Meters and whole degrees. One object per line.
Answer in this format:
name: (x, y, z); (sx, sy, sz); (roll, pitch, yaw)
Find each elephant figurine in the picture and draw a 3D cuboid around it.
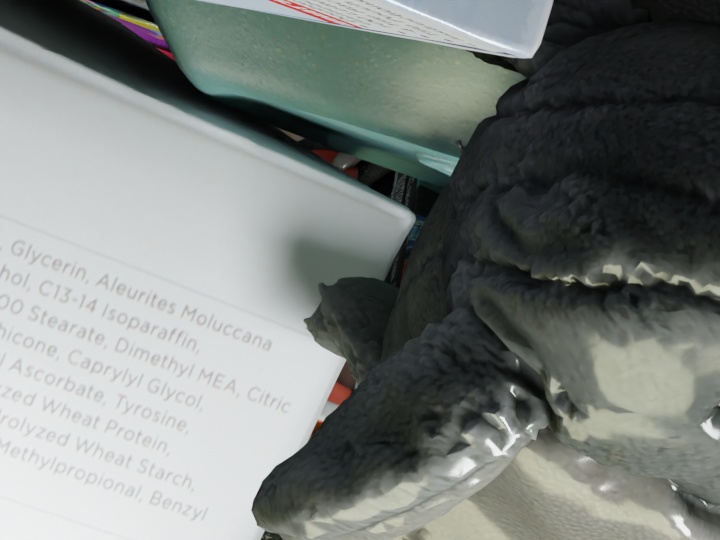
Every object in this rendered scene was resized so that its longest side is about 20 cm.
elephant figurine: (0.049, 0.001, 0.451); (0.142, 0.155, 0.200); (66, -169, 26)

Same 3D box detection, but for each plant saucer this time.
plant saucer: (0.036, -0.034, 0.635); (0.199, 0.036, 0.200); (18, 179, 0)

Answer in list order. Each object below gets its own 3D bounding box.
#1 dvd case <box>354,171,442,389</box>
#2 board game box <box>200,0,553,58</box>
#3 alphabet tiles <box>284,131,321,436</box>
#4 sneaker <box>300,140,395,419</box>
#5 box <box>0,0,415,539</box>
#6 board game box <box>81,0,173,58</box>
dvd case: (0.071, 0.023, 0.721); (0.146, 0.022, 0.200); (28, -157, -8)
board game box: (-0.105, -0.082, 0.340); (0.199, 0.041, 0.199); (19, 179, -36)
alphabet tiles: (-0.002, 0.028, 0.944); (0.200, 0.015, 0.196); (-10, -117, -46)
sneaker: (0.000, 0.000, 0.805); (0.199, 0.082, 0.077); (19, 179, 28)
box: (-0.129, -0.017, 0.695); (0.199, 0.131, 0.199); (23, -173, -30)
board game box: (-0.106, -0.070, 1.012); (0.157, 0.039, 0.200); (18, 179, 3)
